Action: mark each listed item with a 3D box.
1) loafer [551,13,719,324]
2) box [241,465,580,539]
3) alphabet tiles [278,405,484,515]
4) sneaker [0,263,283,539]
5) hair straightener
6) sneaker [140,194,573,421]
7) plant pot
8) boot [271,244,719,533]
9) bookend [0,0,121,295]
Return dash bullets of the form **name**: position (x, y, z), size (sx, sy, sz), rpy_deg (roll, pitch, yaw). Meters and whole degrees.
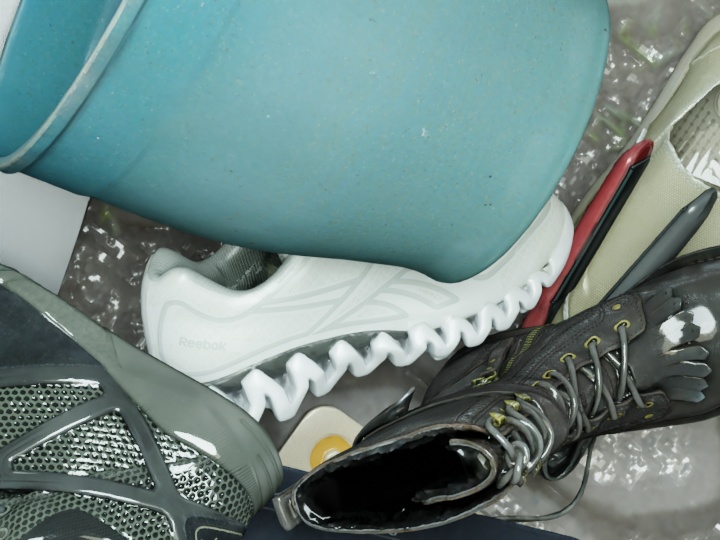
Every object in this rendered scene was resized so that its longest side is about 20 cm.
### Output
- **loafer**: position (0.145, -0.030, 1.061), size (0.075, 0.068, 0.201), rpy_deg (26, 89, -7)
- **box**: position (-0.026, 0.196, 0.965), size (0.199, 0.124, 0.198), rpy_deg (15, 61, -8)
- **alphabet tiles**: position (-0.029, 0.170, 1.070), size (0.200, 0.015, 0.196), rpy_deg (36, 87, -6)
- **sneaker**: position (-0.140, 0.068, 0.903), size (0.199, 0.076, 0.114), rpy_deg (30, 58, 11)
- **hair straightener**: position (0.099, 0.044, 1.030), size (0.077, 0.041, 0.201), rpy_deg (35, 107, 12)
- **sneaker**: position (0.000, 0.000, 0.981), size (0.199, 0.075, 0.081), rpy_deg (-22, 113, -19)
- **plant pot**: position (-0.016, -0.093, 0.893), size (0.187, 0.200, 0.201), rpy_deg (25, 88, -20)
- **boot**: position (0.081, 0.056, 0.929), size (0.199, 0.174, 0.070), rpy_deg (-21, 92, 24)
- **bookend**: position (-0.112, -0.055, 1.017), size (0.199, 0.092, 0.200), rpy_deg (18, 93, -11)
